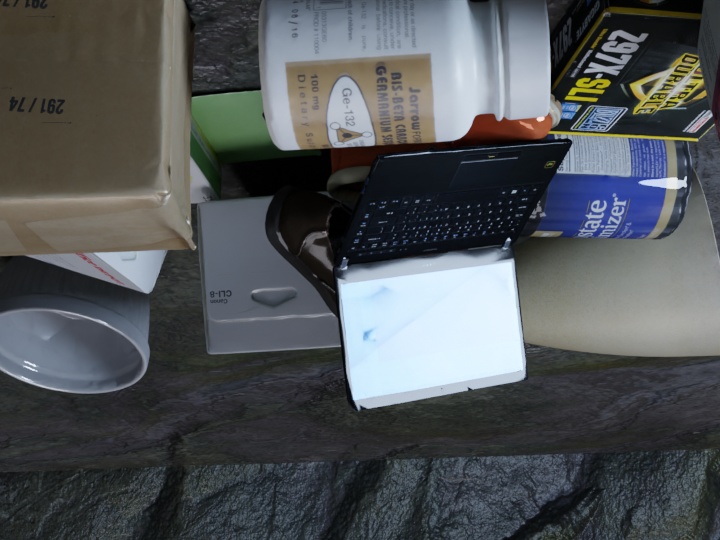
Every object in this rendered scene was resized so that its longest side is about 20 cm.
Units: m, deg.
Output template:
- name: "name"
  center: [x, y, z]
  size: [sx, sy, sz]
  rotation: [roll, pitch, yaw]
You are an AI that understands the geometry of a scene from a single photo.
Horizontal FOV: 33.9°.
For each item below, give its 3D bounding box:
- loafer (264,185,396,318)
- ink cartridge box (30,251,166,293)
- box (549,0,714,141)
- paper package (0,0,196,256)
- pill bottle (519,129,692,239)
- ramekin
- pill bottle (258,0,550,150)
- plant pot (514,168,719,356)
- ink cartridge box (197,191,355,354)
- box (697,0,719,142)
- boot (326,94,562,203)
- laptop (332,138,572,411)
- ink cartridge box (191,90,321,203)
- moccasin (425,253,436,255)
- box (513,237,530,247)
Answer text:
- name: "loafer"
  center: [0.000, 0.000, 1.008]
  size: [0.071, 0.073, 0.200]
  rotation: [6, 158, 42]
- name: "ink cartridge box"
  center: [-0.280, -0.060, 1.040]
  size: [0.199, 0.085, 0.145]
  rotation: [17, 167, 19]
- name: "box"
  center: [0.229, -0.164, 0.917]
  size: [0.158, 0.050, 0.200]
  rotation: [4, 162, -9]
- name: "paper package"
  center: [-0.217, -0.112, 0.813]
  size: [0.198, 0.192, 0.104]
  rotation: [-3, 160, 2]
- name: "pill bottle"
  center: [0.180, -0.085, 1.048]
  size: [0.198, 0.113, 0.112]
  rotation: [1, 162, -9]
- name: "ramekin"
  center: [-0.343, 0.053, 1.395]
  size: [0.198, 0.106, 0.201]
  rotation: [2, 146, 2]
- name: "pill bottle"
  center: [0.033, -0.148, 0.844]
  size: [0.198, 0.115, 0.114]
  rotation: [-3, 162, 5]
- name: "plant pot"
  center: [0.251, 0.009, 1.191]
  size: [0.198, 0.189, 0.187]
  rotation: [-10, 161, 10]
- name: "ink cartridge box"
  center: [-0.059, 0.000, 1.163]
  size: [0.144, 0.146, 0.200]
  rotation: [-4, -179, 12]
- name: "box"
  center: [0.288, -0.170, 0.724]
  size: [0.127, 0.110, 0.200]
  rotation: [-6, 148, 6]
- name: "boot"
  center: [0.063, -0.099, 0.955]
  size: [0.198, 0.108, 0.075]
  rotation: [-1, 150, 28]
- name: "laptop"
  center: [0.078, 0.004, 0.943]
  size: [0.176, 0.104, 0.201]
  rotation: [-8, 145, -26]
- name: "ink cartridge box"
  center: [-0.145, -0.108, 1.068]
  size: [0.198, 0.048, 0.146]
  rotation: [-1, 162, 8]
- name: "moccasin"
  center: [0.059, -0.022, 1.141]
  size: [0.077, 0.074, 0.201]
  rotation: [18, -174, 14]
- name: "box"
  center: [0.158, -0.021, 1.319]
  size: [0.082, 0.069, 0.200]
  rotation: [-11, 159, 26]
